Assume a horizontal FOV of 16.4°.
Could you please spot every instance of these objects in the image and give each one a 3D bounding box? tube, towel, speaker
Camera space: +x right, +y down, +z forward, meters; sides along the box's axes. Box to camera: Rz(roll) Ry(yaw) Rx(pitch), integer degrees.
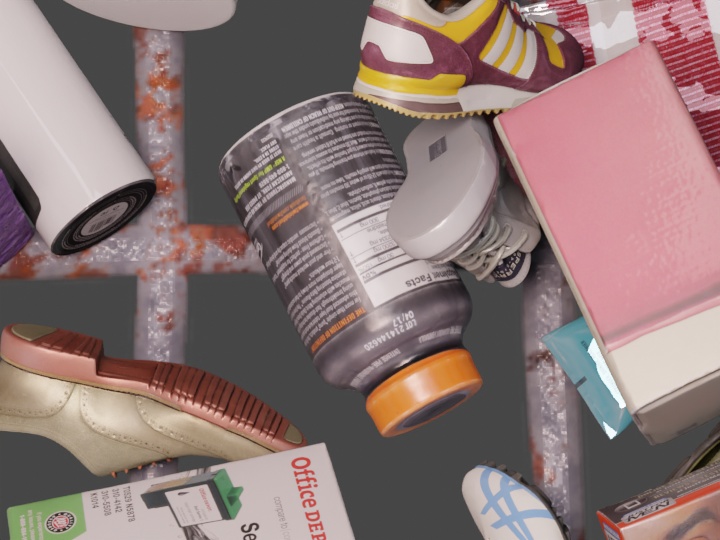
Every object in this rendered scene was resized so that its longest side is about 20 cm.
[{"bbox_3d":[0.216,0.018,1.556,0.200,0.050,0.078,-34,69,-3],"label":"tube"},{"bbox_3d":[0.157,-0.111,1.601,0.199,0.023,0.145,-12,76,-3],"label":"towel"},{"bbox_3d":[-0.214,-0.113,1.572,0.081,0.081,0.200,-33,78,-8],"label":"speaker"}]

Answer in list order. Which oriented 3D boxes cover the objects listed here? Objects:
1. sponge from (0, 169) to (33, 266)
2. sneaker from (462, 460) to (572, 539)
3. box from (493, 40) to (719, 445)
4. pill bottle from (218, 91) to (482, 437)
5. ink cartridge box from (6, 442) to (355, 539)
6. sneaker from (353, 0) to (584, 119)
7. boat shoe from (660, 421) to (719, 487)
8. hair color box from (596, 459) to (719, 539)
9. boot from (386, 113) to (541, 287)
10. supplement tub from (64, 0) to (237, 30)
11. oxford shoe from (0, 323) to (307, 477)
[{"bbox_3d":[-0.255,-0.017,1.486,0.111,0.200,0.030,-40,80,-8],"label":"sponge"},{"bbox_3d":[0.105,0.187,1.466,0.072,0.072,0.200,-33,46,-3],"label":"sneaker"},{"bbox_3d":[0.175,-0.014,1.486,0.109,0.128,0.201,-26,74,6],"label":"box"},{"bbox_3d":[0.000,0.000,1.529,0.106,0.106,0.201,-26,77,-6],"label":"pill bottle"},{"bbox_3d":[-0.097,0.188,1.451,0.199,0.146,0.085,-12,121,-6],"label":"ink cartridge box"},{"bbox_3d":[0.077,-0.147,1.503,0.075,0.200,0.090,23,113,31],"label":"sneaker"},{"bbox_3d":[0.247,0.115,1.517,0.201,0.066,0.072,-40,81,-8],"label":"boat shoe"},{"bbox_3d":[0.226,0.216,1.459,0.111,0.064,0.201,-22,97,-5],"label":"hair color box"},{"bbox_3d":[0.072,-0.030,1.473,0.073,0.200,0.096,-32,106,17],"label":"boot"},{"bbox_3d":[-0.124,-0.268,1.587,0.131,0.132,0.201,10,75,3],"label":"supplement tub"},{"bbox_3d":[-0.132,0.094,1.536,0.199,0.071,0.074,19,101,4],"label":"oxford shoe"}]
